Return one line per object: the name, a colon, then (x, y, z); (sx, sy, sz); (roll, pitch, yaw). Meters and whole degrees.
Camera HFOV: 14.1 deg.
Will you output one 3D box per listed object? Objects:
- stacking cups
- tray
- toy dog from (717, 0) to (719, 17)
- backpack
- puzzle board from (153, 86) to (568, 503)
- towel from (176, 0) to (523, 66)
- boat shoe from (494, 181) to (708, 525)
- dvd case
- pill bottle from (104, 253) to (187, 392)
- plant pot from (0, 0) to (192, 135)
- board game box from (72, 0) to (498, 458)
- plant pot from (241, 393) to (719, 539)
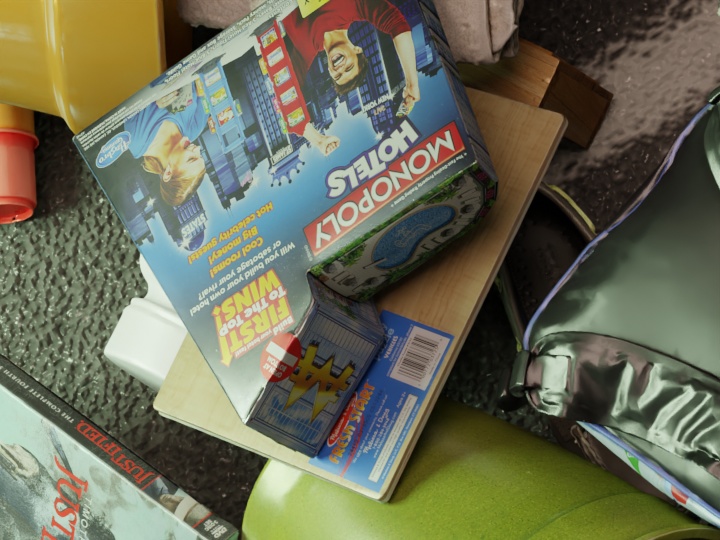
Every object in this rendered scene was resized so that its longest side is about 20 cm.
stacking cups: (-0.209, -0.126, 1.609); (0.060, 0.061, 0.201); (-7, 73, 14)
tray: (0.027, -0.126, 1.514); (0.199, 0.099, 0.037); (26, 93, 22)
toy dog: (0.265, -0.091, 1.366); (0.200, 0.132, 0.096); (44, 96, 2)
backpack: (0.196, 0.040, 1.328); (0.190, 0.154, 0.200); (44, 104, 35)
puzzle board: (0.000, 0.000, 1.389); (0.150, 0.017, 0.201); (19, 79, 38)
towel: (-0.009, -0.174, 1.421); (0.199, 0.034, 0.133); (9, 106, 30)
boat shoe: (0.116, 0.043, 1.458); (0.072, 0.060, 0.202); (-28, 68, 6)
dvd case: (-0.152, 0.131, 1.478); (0.200, 0.146, 0.022); (34, 42, 22)
pill bottle: (-0.042, -0.021, 1.495); (0.114, 0.114, 0.201); (26, 82, 22)
plant pot: (-0.185, -0.167, 1.507); (0.182, 0.200, 0.201); (0, 72, 1)
board game box: (-0.023, -0.027, 1.361); (0.200, 0.062, 0.201); (-33, 55, 22)
plant pot: (0.048, 0.152, 1.385); (0.201, 0.200, 0.193); (-49, 56, -3)
